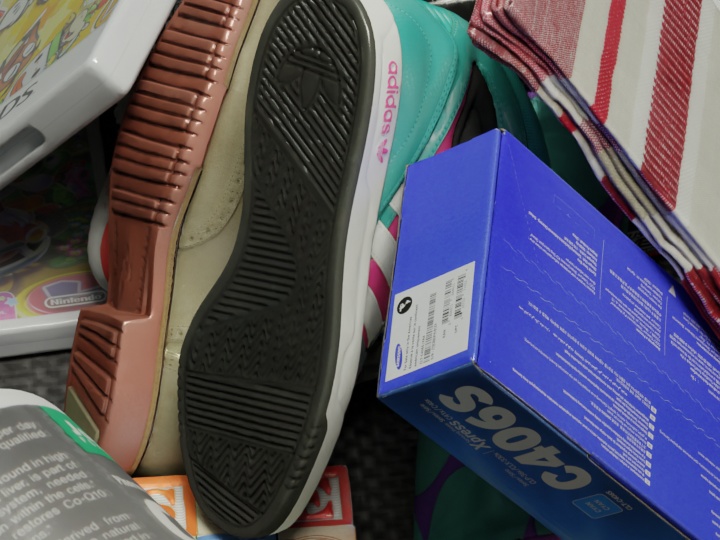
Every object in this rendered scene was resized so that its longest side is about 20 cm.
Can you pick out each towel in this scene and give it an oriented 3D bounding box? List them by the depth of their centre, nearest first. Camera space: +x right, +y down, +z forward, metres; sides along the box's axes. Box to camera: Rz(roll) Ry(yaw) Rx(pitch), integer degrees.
[{"bbox_3d":[0.109,-0.060,1.054,0.023,0.200,0.144,-26,29,29],"label":"towel"}]

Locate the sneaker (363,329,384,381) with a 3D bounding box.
[{"bbox_3d":[0.000,0.000,1.188,0.200,0.076,0.077,-37,79,-29],"label":"sneaker"}]

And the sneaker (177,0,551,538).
[{"bbox_3d":[0.007,-0.005,1.056,0.083,0.201,0.120,29,22,38],"label":"sneaker"}]

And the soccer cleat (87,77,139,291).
[{"bbox_3d":[-0.076,-0.060,1.241,0.085,0.069,0.200,11,44,22],"label":"soccer cleat"}]

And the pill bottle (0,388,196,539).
[{"bbox_3d":[-0.109,0.111,0.961,0.113,0.113,0.200,-33,57,-28],"label":"pill bottle"}]

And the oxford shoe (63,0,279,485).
[{"bbox_3d":[-0.053,-0.017,1.095,0.073,0.201,0.071,12,8,-24],"label":"oxford shoe"}]

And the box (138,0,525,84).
[{"bbox_3d":[0.010,-0.122,1.198,0.192,0.048,0.200,-8,26,2],"label":"box"}]

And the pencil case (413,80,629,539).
[{"bbox_3d":[0.068,0.029,1.113,0.092,0.085,0.201,-14,58,27],"label":"pencil case"}]

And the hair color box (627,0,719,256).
[{"bbox_3d":[0.118,-0.099,1.277,0.101,0.061,0.201,-11,47,-11],"label":"hair color box"}]

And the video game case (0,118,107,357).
[{"bbox_3d":[-0.178,-0.040,1.248,0.142,0.018,0.201,-7,47,-7],"label":"video game case"}]

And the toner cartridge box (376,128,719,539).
[{"bbox_3d":[0.087,0.046,1.012,0.043,0.200,0.095,-20,46,36],"label":"toner cartridge box"}]

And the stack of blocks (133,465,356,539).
[{"bbox_3d":[-0.097,0.137,1.054,0.199,0.059,0.116,-4,47,-4],"label":"stack of blocks"}]

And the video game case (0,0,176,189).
[{"bbox_3d":[-0.117,-0.103,1.193,0.023,0.182,0.201,40,46,-18],"label":"video game case"}]
